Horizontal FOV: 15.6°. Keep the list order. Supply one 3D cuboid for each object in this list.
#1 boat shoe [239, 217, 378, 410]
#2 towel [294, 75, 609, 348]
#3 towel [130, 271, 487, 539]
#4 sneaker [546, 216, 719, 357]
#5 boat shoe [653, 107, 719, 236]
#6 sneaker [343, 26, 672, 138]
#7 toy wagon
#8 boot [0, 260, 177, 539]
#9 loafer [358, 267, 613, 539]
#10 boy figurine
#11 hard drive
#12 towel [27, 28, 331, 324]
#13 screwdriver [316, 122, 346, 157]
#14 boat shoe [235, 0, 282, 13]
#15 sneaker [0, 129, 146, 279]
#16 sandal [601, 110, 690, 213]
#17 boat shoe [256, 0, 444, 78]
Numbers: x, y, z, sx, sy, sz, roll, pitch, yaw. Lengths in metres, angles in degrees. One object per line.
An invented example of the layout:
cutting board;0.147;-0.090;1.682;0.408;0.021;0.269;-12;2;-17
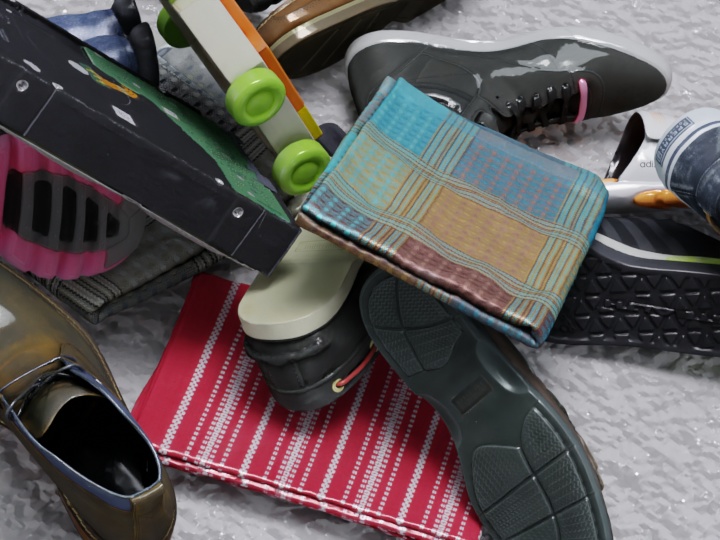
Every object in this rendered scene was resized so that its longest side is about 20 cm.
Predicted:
boat shoe;-0.002;0.000;1.448;0.073;0.063;0.201;0;33;29
towel;0.054;-0.036;1.408;0.146;0.022;0.200;27;27;3
towel;-0.019;0.077;1.430;0.199;0.023;0.145;17;44;3
sneaker;0.149;0.004;1.514;0.199;0.072;0.083;15;23;2
boat shoe;0.251;-0.022;1.490;0.200;0.071;0.091;19;25;-43
sneaker;0.090;-0.091;1.579;0.199;0.071;0.099;1;48;-1
toy wagon;-0.084;-0.132;1.444;0.040;0.200;0.155;-36;53;-3
boot;-0.156;0.053;1.332;0.075;0.097;0.200;-37;81;-18
loafer;0.077;0.073;1.383;0.200;0.072;0.063;57;29;-1
boy figurine;-0.214;-0.105;1.490;0.199;0.065;0.124;-14;37;-16
hard drive;-0.134;-0.079;1.392;0.200;0.038;0.140;29;13;-29
towel;-0.138;-0.066;1.522;0.200;0.035;0.192;-30;52;-33
screwdriver;0.023;-0.013;1.523;0.028;0.029;0.200;-17;55;-24
boat shoe;-0.133;-0.212;1.650;0.201;0.074;0.063;34;62;21
sneaker;-0.214;-0.050;1.424;0.199;0.079;0.095;12;11;-21
sandal;0.156;-0.064;1.546;0.206;0.079;0.059;-4;87;-12
boat shoe;-0.006;-0.179;1.631;0.200;0.072;0.068;-30;82;-45
